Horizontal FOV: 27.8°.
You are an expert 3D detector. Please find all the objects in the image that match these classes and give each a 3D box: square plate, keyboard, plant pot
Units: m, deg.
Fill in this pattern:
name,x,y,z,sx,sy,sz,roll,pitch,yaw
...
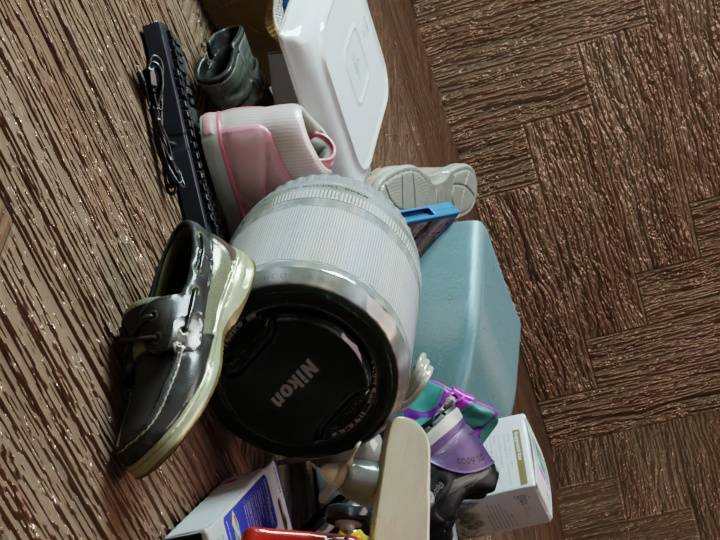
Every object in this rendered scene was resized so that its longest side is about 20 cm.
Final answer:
name,x,y,z,sx,sy,sz,roll,pitch,yaw
square plate,-0.015,-0.184,1.303,0.198,0.028,0.200,-75,154,-46
keyboard,-0.139,-0.099,1.149,0.127,0.021,0.201,9,67,-79
plant pot,0.053,0.099,1.475,0.197,0.195,0.201,64,22,-49

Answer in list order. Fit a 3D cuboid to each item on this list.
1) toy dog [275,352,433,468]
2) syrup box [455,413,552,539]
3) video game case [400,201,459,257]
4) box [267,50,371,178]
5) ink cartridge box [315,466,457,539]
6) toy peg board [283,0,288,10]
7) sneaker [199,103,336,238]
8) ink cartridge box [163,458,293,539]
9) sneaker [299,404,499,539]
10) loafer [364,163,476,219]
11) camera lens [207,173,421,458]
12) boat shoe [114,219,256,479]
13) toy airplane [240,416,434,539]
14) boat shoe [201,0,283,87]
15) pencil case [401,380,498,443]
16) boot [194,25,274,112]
name,x,y,z,sx,sy,sz,roll,pitch,yaw
toy dog,-0.027,0.120,1.230,0.132,0.096,0.200,-58,-177,-22
syrup box,0.075,0.207,1.381,0.079,0.199,0.082,61,18,-52
video game case,0.000,0.000,1.303,0.018,0.143,0.200,47,25,15
box,-0.031,-0.108,1.348,0.156,0.041,0.201,-35,118,-70
ink cartridge box,0.028,0.251,1.291,0.042,0.119,0.201,71,10,-52
toy peg board,-0.090,-0.379,1.575,0.200,0.097,0.200,60,19,-56
sneaker,-0.063,-0.058,1.231,0.075,0.104,0.201,-104,180,-47
ink cartridge box,-0.082,0.199,1.005,0.200,0.037,0.095,-29,105,-77
sneaker,0.029,0.199,1.161,0.088,0.200,0.076,52,-20,2
loafer,0.043,-0.070,1.414,0.200,0.063,0.072,-13,107,-57
camera lens,-0.036,0.033,1.106,0.200,0.159,0.160,-77,151,-61
boat shoe,-0.124,0.044,0.926,0.066,0.072,0.201,41,37,-19
toy airplane,0.010,0.225,0.993,0.200,0.141,0.200,-33,100,-44
boat shoe,-0.111,-0.261,1.396,0.200,0.071,0.069,76,4,-46
pencil case,0.036,0.188,1.253,0.200,0.085,0.093,-57,162,-22
boot,-0.096,-0.167,1.332,0.200,0.067,0.131,-79,156,-62
